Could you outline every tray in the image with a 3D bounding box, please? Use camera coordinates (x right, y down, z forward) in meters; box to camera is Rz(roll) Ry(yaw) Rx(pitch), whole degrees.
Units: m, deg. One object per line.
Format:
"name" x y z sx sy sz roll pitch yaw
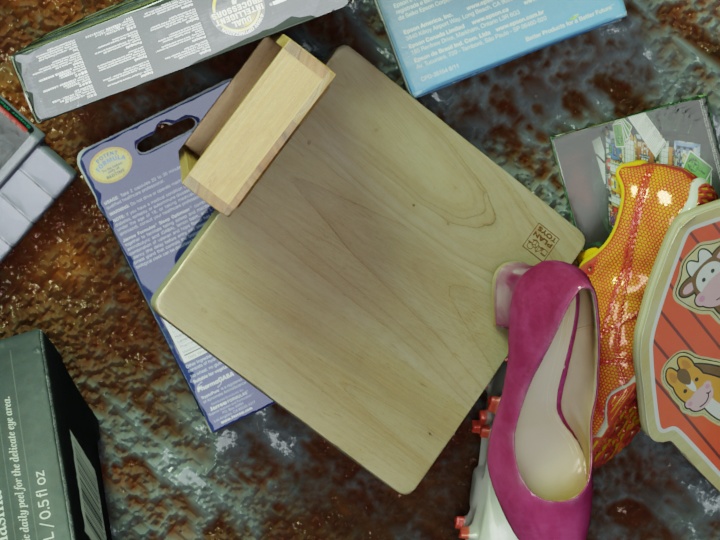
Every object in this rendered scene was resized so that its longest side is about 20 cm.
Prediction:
"tray" -0.063 -0.090 1.384 0.037 0.200 0.099 36 93 -8

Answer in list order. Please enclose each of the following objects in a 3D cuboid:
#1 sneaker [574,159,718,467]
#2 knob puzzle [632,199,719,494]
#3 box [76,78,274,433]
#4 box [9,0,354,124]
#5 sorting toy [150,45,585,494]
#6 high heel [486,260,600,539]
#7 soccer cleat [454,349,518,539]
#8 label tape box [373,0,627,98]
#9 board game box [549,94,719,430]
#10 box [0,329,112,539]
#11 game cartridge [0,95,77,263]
"sneaker" 0.167 0.027 1.490 0.077 0.073 0.201 22 103 28
"knob puzzle" 0.251 0.035 1.464 0.219 0.030 0.220 -11 116 -23
"box" -0.085 -0.012 1.512 0.121 0.032 0.200 -25 99 3
"box" -0.103 -0.152 1.425 0.200 0.161 0.049 -21 99 2
"sorting toy" 0.000 0.000 1.469 0.200 0.070 0.199 38 82 -14
"high heel" 0.123 0.092 1.425 0.067 0.096 0.201 -6 98 -22
"soccer cleat" 0.109 0.122 1.521 0.077 0.069 0.201 8 106 -7
"label tape box" 0.063 -0.225 1.463 0.144 0.063 0.200 -20 96 3
"board game box" 0.196 -0.004 1.519 0.104 0.023 0.201 -15 99 1
"box" -0.258 0.168 1.448 0.199 0.197 0.118 -17 143 3
"game cartridge" -0.293 -0.083 1.502 0.200 0.038 0.130 41 101 -6
